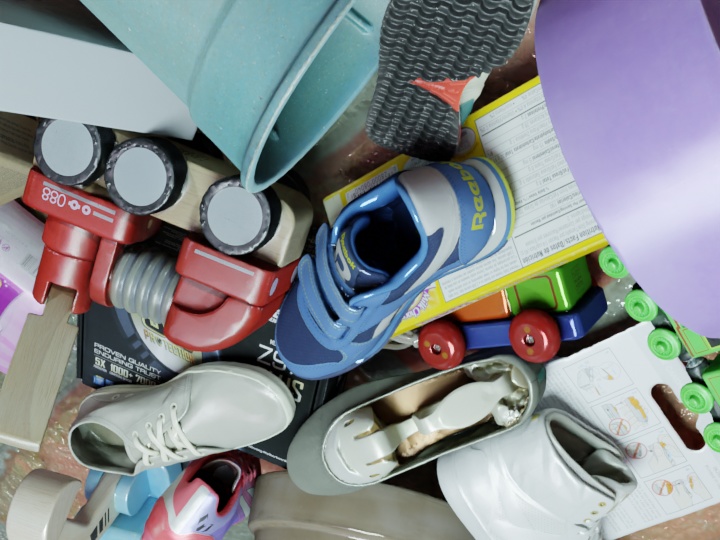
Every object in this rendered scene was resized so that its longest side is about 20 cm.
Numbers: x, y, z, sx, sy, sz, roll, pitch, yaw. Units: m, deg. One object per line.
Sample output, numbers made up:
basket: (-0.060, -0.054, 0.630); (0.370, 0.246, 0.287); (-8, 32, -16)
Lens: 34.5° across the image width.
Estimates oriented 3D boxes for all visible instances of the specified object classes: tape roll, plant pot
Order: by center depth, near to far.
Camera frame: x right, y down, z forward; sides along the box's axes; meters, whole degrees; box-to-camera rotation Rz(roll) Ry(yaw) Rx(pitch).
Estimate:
tape roll: (0.177, -0.075, 0.573); (0.084, 0.201, 0.201); (-26, 112, 35)
plant pot: (-0.072, -0.181, 0.622); (0.195, 0.200, 0.201); (38, 132, 2)
plant pot: (-0.006, 0.267, 0.889); (0.197, 0.176, 0.200); (12, 159, 5)

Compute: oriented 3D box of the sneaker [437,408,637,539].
sneaker: (0.155, 0.186, 0.814); (0.115, 0.074, 0.201); (-30, 108, 34)

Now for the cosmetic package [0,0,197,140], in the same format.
cosmetic package: (-0.203, -0.136, 0.673); (0.150, 0.199, 0.052); (30, 105, 30)

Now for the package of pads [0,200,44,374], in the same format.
package of pads: (-0.320, -0.016, 0.925); (0.199, 0.076, 0.121); (38, 132, -7)

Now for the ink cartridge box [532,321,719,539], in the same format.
ink cartridge box: (0.162, 0.120, 0.844); (0.198, 0.050, 0.163); (-29, 110, 27)

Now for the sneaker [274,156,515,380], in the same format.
sneaker: (0.000, 0.000, 0.693); (0.200, 0.082, 0.075); (-44, 68, 35)

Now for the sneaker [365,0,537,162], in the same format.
sneaker: (0.050, -0.141, 0.621); (0.069, 0.095, 0.200); (17, 156, -2)

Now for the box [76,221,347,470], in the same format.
box: (-0.104, 0.036, 0.861); (0.197, 0.086, 0.165); (21, 131, 8)

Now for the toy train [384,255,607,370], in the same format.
toy train: (0.056, -0.002, 0.775); (0.198, 0.084, 0.117); (-8, 106, 37)

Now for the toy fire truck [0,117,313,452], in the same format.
toy fire truck: (-0.143, 0.014, 0.732); (0.174, 0.129, 0.203); (22, 103, 8)

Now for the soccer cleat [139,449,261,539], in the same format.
soccer cleat: (-0.108, 0.164, 0.905); (0.067, 0.200, 0.077); (40, 106, 2)

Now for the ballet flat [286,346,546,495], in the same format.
ballet flat: (0.031, 0.102, 0.785); (0.198, 0.064, 0.068); (-25, 91, 12)

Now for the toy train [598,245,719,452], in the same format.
toy train: (0.202, 0.026, 0.719); (0.056, 0.042, 0.202); (-24, 101, 48)

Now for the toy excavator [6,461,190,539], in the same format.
toy excavator: (-0.202, 0.194, 0.949); (0.098, 0.201, 0.197); (10, 129, 15)

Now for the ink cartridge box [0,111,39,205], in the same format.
ink cartridge box: (-0.322, -0.063, 0.776); (0.198, 0.165, 0.076); (-25, 89, 0)

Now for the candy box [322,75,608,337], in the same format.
candy box: (0.062, -0.033, 0.707); (0.199, 0.026, 0.104); (-26, 79, 41)

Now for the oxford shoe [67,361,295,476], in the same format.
oxford shoe: (-0.133, 0.113, 0.837); (0.197, 0.058, 0.076); (-11, 119, 29)
